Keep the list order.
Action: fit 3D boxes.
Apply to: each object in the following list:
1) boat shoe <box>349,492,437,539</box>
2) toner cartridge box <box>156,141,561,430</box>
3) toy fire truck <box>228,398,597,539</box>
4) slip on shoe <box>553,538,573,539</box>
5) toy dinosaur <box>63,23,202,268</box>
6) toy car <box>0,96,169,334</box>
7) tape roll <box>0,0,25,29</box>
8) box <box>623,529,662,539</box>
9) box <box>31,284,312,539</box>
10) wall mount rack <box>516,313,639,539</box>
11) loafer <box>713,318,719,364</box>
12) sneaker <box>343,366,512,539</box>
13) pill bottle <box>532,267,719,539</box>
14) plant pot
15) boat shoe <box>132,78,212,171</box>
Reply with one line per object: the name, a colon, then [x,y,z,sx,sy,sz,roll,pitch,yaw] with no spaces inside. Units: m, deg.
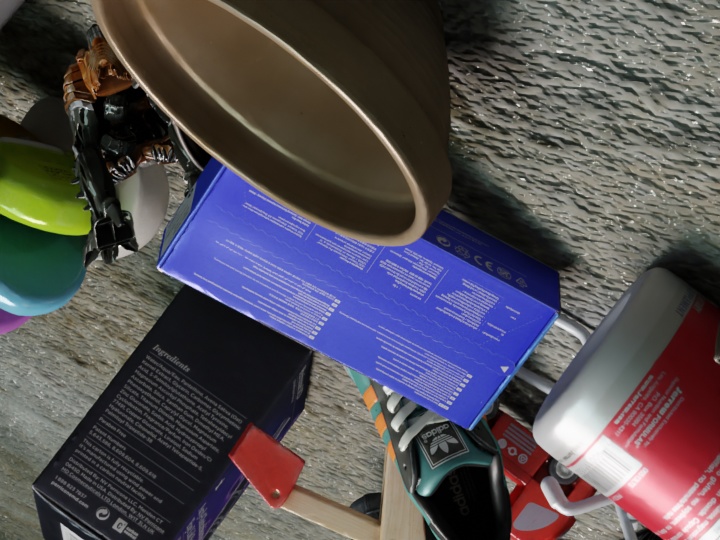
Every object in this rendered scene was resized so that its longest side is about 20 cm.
boat shoe: [0.033,0.208,2.049,0.200,0.075,0.061,66,-174,-74]
toner cartridge box: [0.000,0.000,1.460,0.200,0.043,0.095,28,121,-14]
toy fire truck: [0.033,0.128,1.698,0.200,0.141,0.049,38,175,-3]
slip on shoe: [0.168,0.243,1.723,0.060,0.076,0.200,10,142,35]
toy dinosaur: [-0.139,-0.084,1.563,0.200,0.102,0.136,10,-122,-68]
toy car: [-0.232,-0.036,1.703,0.175,0.151,0.200,11,-170,-37]
tape roll: [-0.295,-0.207,1.625,0.200,0.066,0.200,34,162,13]
box: [0.234,0.258,1.809,0.200,0.050,0.199,39,161,-2]
box: [-0.131,0.123,1.914,0.104,0.200,0.148,34,163,8]
wall mount rack: [0.112,0.079,1.563,0.200,0.074,0.174,79,174,-63]
loafer: [0.240,0.075,1.294,0.200,0.071,0.073,40,162,-9]
sneaker: [0.043,0.086,1.619,0.201,0.071,0.080,63,177,-13]
pill bottle: [0.195,0.099,1.371,0.200,0.112,0.112,37,162,0]
plant pot: [-0.025,-0.109,1.305,0.201,0.093,0.201,34,162,13]
boat shoe: [-0.079,-0.112,1.433,0.074,0.073,0.200,28,160,27]
